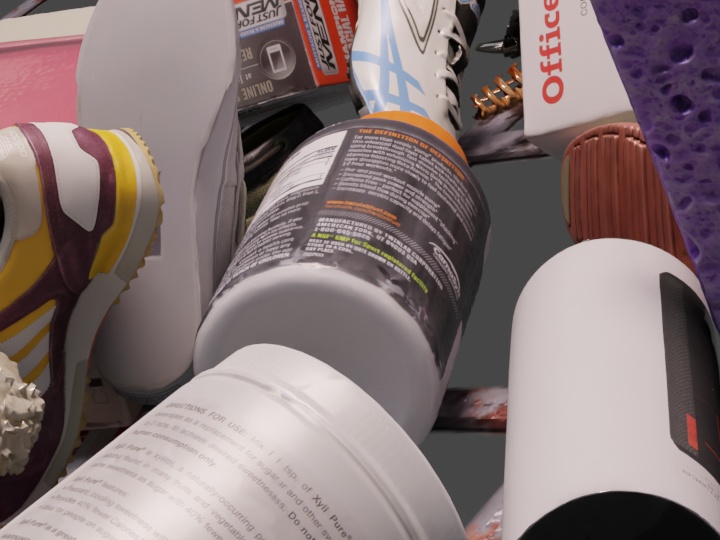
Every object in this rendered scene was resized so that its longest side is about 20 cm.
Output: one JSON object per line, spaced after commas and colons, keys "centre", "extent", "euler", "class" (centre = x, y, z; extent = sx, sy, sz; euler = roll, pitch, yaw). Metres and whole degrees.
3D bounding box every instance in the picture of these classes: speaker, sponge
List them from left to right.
{"centre": [0.089, 0.065, 0.875], "extent": [0.081, 0.081, 0.200], "euler": [-20, 21, 14], "class": "speaker"}
{"centre": [0.161, -0.048, 0.895], "extent": [0.111, 0.201, 0.030], "euler": [-21, 19, 7], "class": "sponge"}

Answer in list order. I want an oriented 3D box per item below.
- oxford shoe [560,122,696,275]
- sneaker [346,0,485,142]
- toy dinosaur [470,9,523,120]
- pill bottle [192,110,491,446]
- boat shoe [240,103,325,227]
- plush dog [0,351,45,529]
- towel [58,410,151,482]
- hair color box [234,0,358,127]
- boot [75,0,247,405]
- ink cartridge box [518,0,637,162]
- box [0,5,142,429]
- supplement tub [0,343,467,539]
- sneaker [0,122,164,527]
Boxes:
{"centre": [0.157, -0.028, 1.067], "extent": [0.074, 0.071, 0.200], "euler": [-7, 11, -28], "class": "oxford shoe"}
{"centre": [0.032, -0.112, 1.285], "extent": [0.072, 0.072, 0.201], "euler": [-16, 54, 13], "class": "sneaker"}
{"centre": [0.128, -0.151, 1.339], "extent": [0.200, 0.103, 0.135], "euler": [-22, 30, -39], "class": "toy dinosaur"}
{"centre": [0.000, 0.000, 1.094], "extent": [0.106, 0.107, 0.200], "euler": [-17, 22, 20], "class": "pill bottle"}
{"centre": [-0.104, -0.033, 1.345], "extent": [0.200, 0.066, 0.072], "euler": [-21, 19, 7], "class": "boat shoe"}
{"centre": [-0.199, 0.147, 0.965], "extent": [0.199, 0.161, 0.172], "euler": [-17, 39, -6], "class": "plush dog"}
{"centre": [-0.167, 0.110, 1.142], "extent": [0.199, 0.023, 0.144], "euler": [-11, 24, 34], "class": "towel"}
{"centre": [-0.038, -0.121, 1.389], "extent": [0.111, 0.064, 0.200], "euler": [-15, 2, 24], "class": "hair color box"}
{"centre": [-0.084, -0.041, 1.114], "extent": [0.073, 0.201, 0.096], "euler": [5, -2, 9], "class": "boot"}
{"centre": [0.172, -0.136, 1.141], "extent": [0.199, 0.147, 0.084], "euler": [-14, -22, 34], "class": "ink cartridge box"}
{"centre": [-0.144, -0.029, 1.200], "extent": [0.108, 0.128, 0.200], "euler": [-5, 30, 18], "class": "box"}
{"centre": [-0.072, 0.130, 0.833], "extent": [0.200, 0.132, 0.132], "euler": [-38, 24, -29], "class": "supplement tub"}
{"centre": [-0.157, 0.023, 1.043], "extent": [0.090, 0.201, 0.075], "euler": [2, 32, -35], "class": "sneaker"}
